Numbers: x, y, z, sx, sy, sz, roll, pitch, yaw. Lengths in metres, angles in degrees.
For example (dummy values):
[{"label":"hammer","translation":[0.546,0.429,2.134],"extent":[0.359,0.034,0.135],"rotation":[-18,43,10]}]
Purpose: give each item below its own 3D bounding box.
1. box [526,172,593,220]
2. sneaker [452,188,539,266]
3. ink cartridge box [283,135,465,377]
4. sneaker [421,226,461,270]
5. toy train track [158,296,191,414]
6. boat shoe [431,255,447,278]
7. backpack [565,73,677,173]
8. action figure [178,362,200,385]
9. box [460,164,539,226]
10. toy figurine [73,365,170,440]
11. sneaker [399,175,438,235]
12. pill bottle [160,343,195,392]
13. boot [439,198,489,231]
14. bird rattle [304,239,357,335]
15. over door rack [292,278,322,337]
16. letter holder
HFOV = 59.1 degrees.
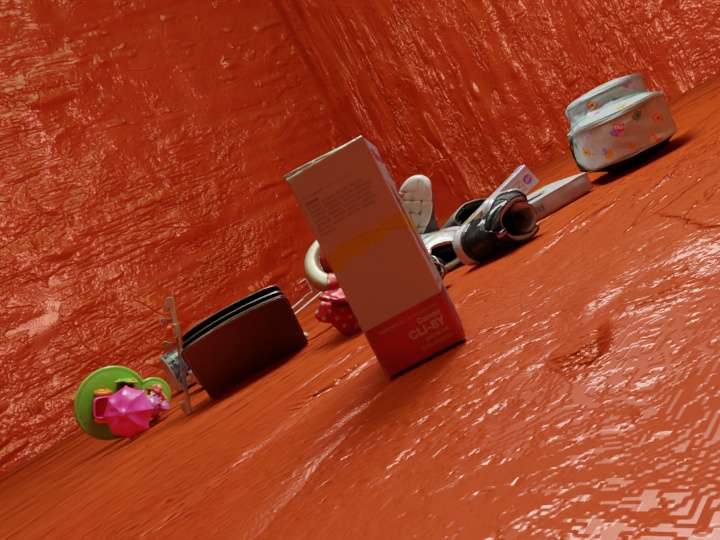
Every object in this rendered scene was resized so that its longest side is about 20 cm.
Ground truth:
[{"label":"box","translation":[0.323,-0.120,1.174],"extent":[0.143,0.037,0.200],"rotation":[-29,4,-2]},{"label":"sneaker","translation":[0.232,-0.080,0.971],"extent":[0.199,0.076,0.113],"rotation":[-39,9,-39]},{"label":"ink cartridge box","translation":[0.019,-0.019,0.618],"extent":[0.082,0.202,0.145],"rotation":[-27,3,8]},{"label":"sneaker","translation":[0.099,-0.021,1.091],"extent":[0.197,0.071,0.093],"rotation":[-16,10,17]},{"label":"toy train track","translation":[-0.325,0.149,1.103],"extent":[0.032,0.204,0.115],"rotation":[-10,-1,-14]},{"label":"boat shoe","translation":[0.091,0.000,0.917],"extent":[0.067,0.072,0.200],"rotation":[-32,0,0]},{"label":"backpack","translation":[0.450,-0.252,1.113],"extent":[0.174,0.155,0.200],"rotation":[-22,11,19]},{"label":"action figure","translation":[-0.321,0.189,1.449],"extent":[0.201,0.104,0.193],"rotation":[-56,-6,29]},{"label":"box","translation":[0.231,-0.102,1.135],"extent":[0.200,0.041,0.039],"rotation":[-45,3,6]},{"label":"toy figurine","translation":[-0.443,0.272,1.258],"extent":[0.197,0.153,0.183],"rotation":[0,-1,-36]},{"label":"sneaker","translation":[0.108,-0.087,1.174],"extent":[0.076,0.203,0.082],"rotation":[20,35,26]},{"label":"pill bottle","translation":[-0.417,0.226,1.681],"extent":[0.198,0.107,0.106],"rotation":[-30,3,-28]},{"label":"boot","translation":[0.166,-0.066,1.258],"extent":[0.180,0.073,0.200],"rotation":[-30,0,-13]},{"label":"bird rattle","translation":[-0.018,-0.003,1.021],"extent":[0.162,0.113,0.201],"rotation":[25,72,36]},{"label":"over door rack","translation":[-0.134,0.100,1.294],"extent":[0.201,0.066,0.147],"rotation":[-53,12,-22]},{"label":"letter holder","translation":[-0.215,0.103,1.118],"extent":[0.198,0.143,0.101],"rotation":[-29,46,-9]}]
